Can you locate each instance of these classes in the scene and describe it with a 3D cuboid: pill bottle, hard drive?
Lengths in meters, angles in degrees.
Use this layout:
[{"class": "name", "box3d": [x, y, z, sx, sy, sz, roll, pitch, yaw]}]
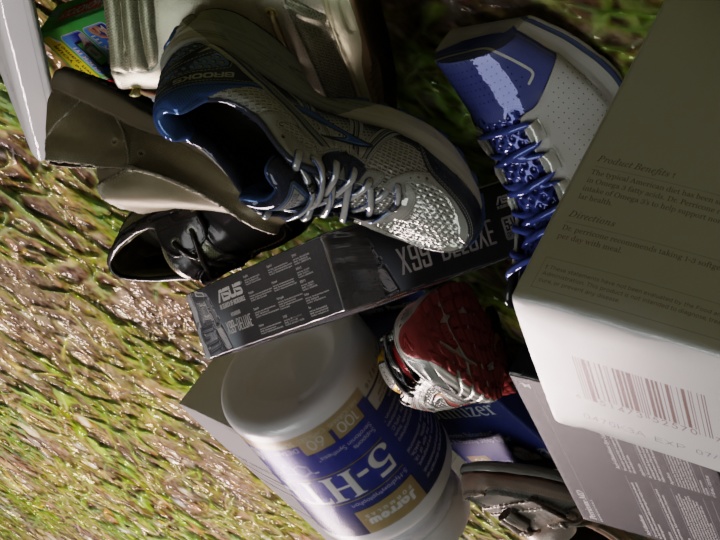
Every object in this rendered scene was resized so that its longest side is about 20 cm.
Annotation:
[{"class": "pill bottle", "box3d": [-0.002, 0.128, 1.302, 0.119, 0.120, 0.200, 6, 144, 43]}, {"class": "hard drive", "box3d": [-0.229, -0.175, 1.137, 0.200, 0.026, 0.132, 96, 152, -63]}]

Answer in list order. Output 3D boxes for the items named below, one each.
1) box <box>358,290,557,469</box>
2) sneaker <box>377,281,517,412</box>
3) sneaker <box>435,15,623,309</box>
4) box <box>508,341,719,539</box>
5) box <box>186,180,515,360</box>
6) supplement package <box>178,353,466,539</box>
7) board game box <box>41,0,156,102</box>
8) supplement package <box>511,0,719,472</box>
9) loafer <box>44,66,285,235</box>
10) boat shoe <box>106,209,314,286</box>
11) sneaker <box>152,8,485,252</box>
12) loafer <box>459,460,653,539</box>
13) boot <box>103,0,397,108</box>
[{"class": "box", "box3d": [0.064, 0.082, 1.324, 0.200, 0.032, 0.121, 43, 153, -21]}, {"class": "sneaker", "box3d": [0.049, 0.061, 1.157, 0.082, 0.078, 0.200, -18, 166, 9]}, {"class": "sneaker", "box3d": [0.112, -0.039, 0.987, 0.199, 0.116, 0.080, 44, 151, -28]}, {"class": "box", "box3d": [0.201, 0.109, 1.214, 0.140, 0.079, 0.200, 11, 150, 31]}, {"class": "box", "box3d": [0.000, 0.000, 1.139, 0.200, 0.157, 0.050, -21, 87, 60]}, {"class": "supplement package", "box3d": [-0.023, 0.131, 1.438, 0.200, 0.121, 0.120, 47, 163, -31]}, {"class": "board game box", "box3d": [-0.100, -0.105, 1.146, 0.200, 0.029, 0.134, 43, 153, -26]}, {"class": "supplement package", "box3d": [0.172, -0.021, 0.849, 0.116, 0.201, 0.118, 16, 152, 29]}, {"class": "loafer", "box3d": [-0.117, -0.062, 1.096, 0.199, 0.068, 0.076, 28, -169, 32]}, {"class": "boat shoe", "box3d": [-0.103, -0.021, 1.196, 0.073, 0.065, 0.200, 43, 153, -22]}, {"class": "sneaker", "box3d": [-0.027, -0.054, 0.959, 0.199, 0.085, 0.077, 28, 132, -7]}, {"class": "loafer", "box3d": [0.158, 0.188, 1.347, 0.199, 0.063, 0.072, 16, 164, -34]}, {"class": "boot", "box3d": [-0.061, -0.114, 1.033, 0.154, 0.072, 0.201, -1, 141, 10]}]
